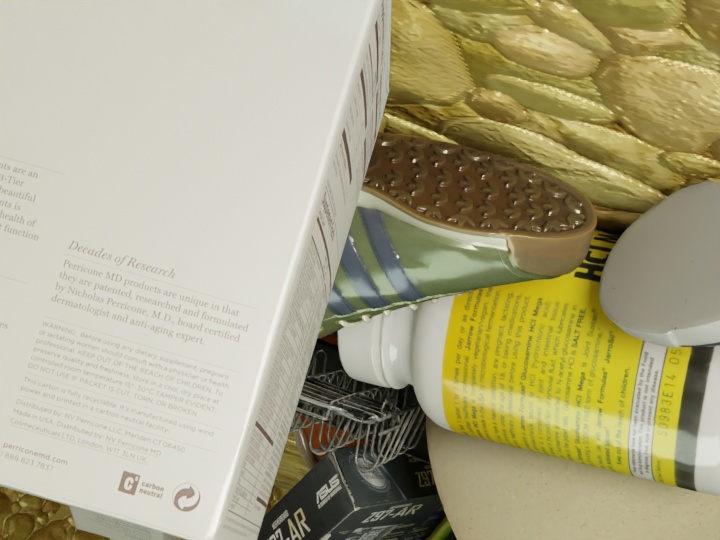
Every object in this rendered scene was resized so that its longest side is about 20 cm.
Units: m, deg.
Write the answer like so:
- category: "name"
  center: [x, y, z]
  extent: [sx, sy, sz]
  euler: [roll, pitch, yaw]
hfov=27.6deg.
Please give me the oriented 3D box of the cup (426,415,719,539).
- category: "cup"
  center: [0.157, 0.102, 0.824]
  extent: [0.143, 0.201, 0.200]
  euler: [-34, 137, 32]

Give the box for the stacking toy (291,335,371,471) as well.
- category: "stacking toy"
  center: [0.058, 0.085, 1.028]
  extent: [0.146, 0.146, 0.200]
  euler: [24, 151, -32]

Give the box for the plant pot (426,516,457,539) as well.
- category: "plant pot"
  center: [0.110, 0.259, 0.947]
  extent: [0.199, 0.182, 0.200]
  euler: [15, 145, -9]

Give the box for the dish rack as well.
- category: "dish rack"
  center: [-0.031, 0.071, 0.846]
  extent: [0.153, 0.055, 0.200]
  euler: [18, -176, 15]

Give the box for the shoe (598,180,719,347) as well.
- category: "shoe"
  center: [0.188, 0.009, 0.580]
  extent: [0.091, 0.072, 0.200]
  euler: [29, 159, -25]

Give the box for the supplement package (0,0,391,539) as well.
- category: "supplement package"
  center: [-0.086, -0.017, 0.525]
  extent: [0.152, 0.200, 0.151]
  euler: [16, 168, 4]

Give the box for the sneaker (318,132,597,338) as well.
- category: "sneaker"
  center: [-0.002, -0.010, 0.653]
  extent: [0.200, 0.067, 0.090]
  euler: [10, 126, 2]

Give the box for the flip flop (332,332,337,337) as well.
- category: "flip flop"
  center: [0.000, 0.000, 0.851]
  extent: [0.081, 0.058, 0.200]
  euler: [13, 154, 45]

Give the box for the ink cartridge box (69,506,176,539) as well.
- category: "ink cartridge box"
  center: [-0.143, 0.110, 0.959]
  extent: [0.068, 0.115, 0.200]
  euler: [15, 154, 2]

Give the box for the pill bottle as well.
- category: "pill bottle"
  center: [0.096, 0.034, 0.718]
  extent: [0.200, 0.113, 0.112]
  euler: [12, 167, 21]

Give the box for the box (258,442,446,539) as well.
- category: "box"
  center: [0.028, 0.168, 1.007]
  extent: [0.200, 0.044, 0.160]
  euler: [-3, 148, -37]
